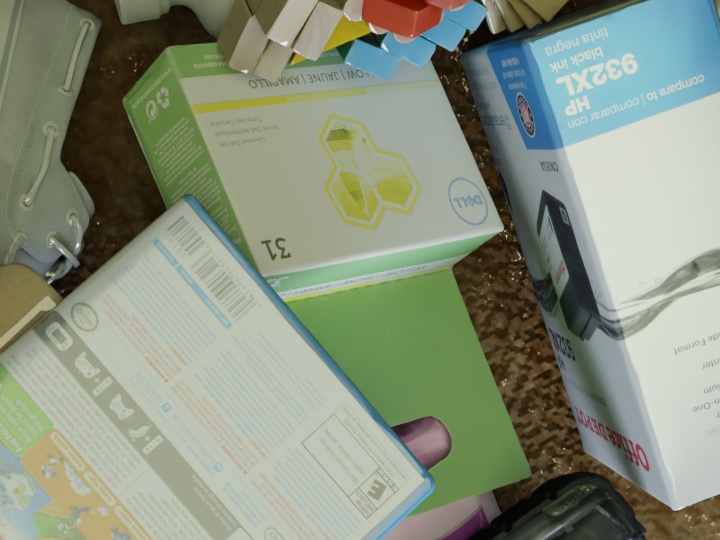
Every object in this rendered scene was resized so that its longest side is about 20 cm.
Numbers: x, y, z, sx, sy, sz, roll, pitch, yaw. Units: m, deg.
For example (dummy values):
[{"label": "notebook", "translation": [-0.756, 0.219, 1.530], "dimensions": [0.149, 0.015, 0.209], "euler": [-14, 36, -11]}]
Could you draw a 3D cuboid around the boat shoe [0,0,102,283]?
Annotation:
[{"label": "boat shoe", "translation": [-0.145, -0.030, 0.739], "dimensions": [0.068, 0.072, 0.202], "euler": [12, 56, -17]}]

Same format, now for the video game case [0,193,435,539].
[{"label": "video game case", "translation": [-0.091, 0.091, 0.642], "dimensions": [0.200, 0.018, 0.143], "euler": [-41, 91, -9]}]

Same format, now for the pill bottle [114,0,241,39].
[{"label": "pill bottle", "translation": [-0.012, -0.159, 0.755], "dimensions": [0.198, 0.111, 0.112], "euler": [-13, 96, -7]}]

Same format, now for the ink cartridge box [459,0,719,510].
[{"label": "ink cartridge box", "translation": [0.122, -0.014, 0.768], "dimensions": [0.083, 0.145, 0.202], "euler": [-19, 97, -6]}]

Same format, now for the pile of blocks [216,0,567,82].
[{"label": "pile of blocks", "translation": [0.043, -0.112, 0.693], "dimensions": [0.199, 0.062, 0.082], "euler": [-27, 125, 0]}]

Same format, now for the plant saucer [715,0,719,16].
[{"label": "plant saucer", "translation": [0.251, -0.095, 0.796], "dimensions": [0.198, 0.050, 0.202], "euler": [-6, 116, -13]}]

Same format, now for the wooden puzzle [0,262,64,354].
[{"label": "wooden puzzle", "translation": [-0.127, 0.129, 0.661], "dimensions": [0.185, 0.037, 0.200], "euler": [-44, 91, -9]}]

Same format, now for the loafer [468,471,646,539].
[{"label": "loafer", "translation": [0.036, 0.162, 0.728], "dimensions": [0.200, 0.068, 0.071], "euler": [-34, 88, -7]}]

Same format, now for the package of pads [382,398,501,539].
[{"label": "package of pads", "translation": [0.024, 0.163, 0.800], "dimensions": [0.120, 0.076, 0.202], "euler": [-25, 96, -2]}]

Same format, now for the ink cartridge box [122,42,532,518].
[{"label": "ink cartridge box", "translation": [0.000, 0.000, 0.735], "dimensions": [0.145, 0.048, 0.201], "euler": [-10, 71, -42]}]
